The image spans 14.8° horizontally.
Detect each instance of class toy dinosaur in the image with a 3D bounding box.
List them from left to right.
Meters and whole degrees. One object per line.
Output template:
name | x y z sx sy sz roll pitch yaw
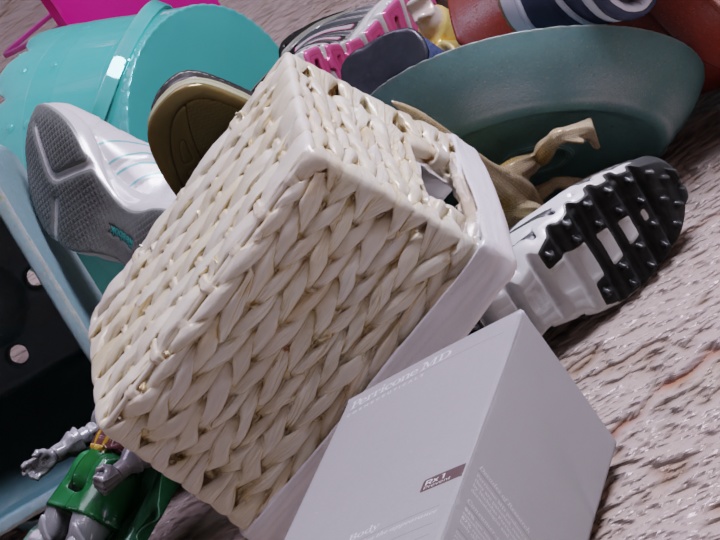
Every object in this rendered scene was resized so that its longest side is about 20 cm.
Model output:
toy dinosaur | 0.083 -0.039 1.473 0.100 0.059 0.200 -17 -24 8

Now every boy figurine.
boy figurine | 0.057 -0.105 1.677 0.064 0.125 0.200 -20 -7 20

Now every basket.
basket | -0.035 0.013 1.364 0.200 0.123 0.136 -53 22 18

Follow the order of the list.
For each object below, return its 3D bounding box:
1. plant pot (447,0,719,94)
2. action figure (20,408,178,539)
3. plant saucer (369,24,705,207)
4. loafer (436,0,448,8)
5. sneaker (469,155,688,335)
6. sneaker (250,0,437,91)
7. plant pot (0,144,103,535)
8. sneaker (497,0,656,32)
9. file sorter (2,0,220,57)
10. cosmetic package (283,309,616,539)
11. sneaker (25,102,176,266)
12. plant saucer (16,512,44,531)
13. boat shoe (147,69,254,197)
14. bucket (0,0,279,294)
plant pot | 0.166 -0.176 1.606 0.195 0.201 0.201 -29 14 45
action figure | -0.137 0.113 1.452 0.118 0.055 0.201 6 61 48
plant saucer | 0.095 -0.075 1.531 0.198 0.036 0.200 -8 -21 -3
loafer | 0.087 -0.192 1.977 0.071 0.073 0.200 -38 16 -20
sneaker | 0.079 0.004 1.424 0.200 0.067 0.090 -41 27 -19
sneaker | -0.025 -0.118 1.799 0.087 0.074 0.200 -16 18 42
plant pot | -0.239 0.041 1.635 0.196 0.197 0.200 -30 9 9
sneaker | 0.110 -0.222 1.462 0.070 0.202 0.108 -16 12 -30
file sorter | -0.203 -0.184 2.287 0.125 0.201 0.139 -18 22 50
cosmetic package | 0.033 0.112 1.177 0.106 0.090 0.200 -29 19 24
sneaker | -0.115 -0.034 1.538 0.080 0.071 0.200 -11 36 -40
plant saucer | -0.125 0.095 1.635 0.199 0.028 0.200 -31 16 10
boat shoe | -0.037 -0.046 1.453 0.072 0.200 0.066 -44 34 18
bucket | -0.138 -0.082 1.878 0.134 0.208 0.207 -11 26 42
